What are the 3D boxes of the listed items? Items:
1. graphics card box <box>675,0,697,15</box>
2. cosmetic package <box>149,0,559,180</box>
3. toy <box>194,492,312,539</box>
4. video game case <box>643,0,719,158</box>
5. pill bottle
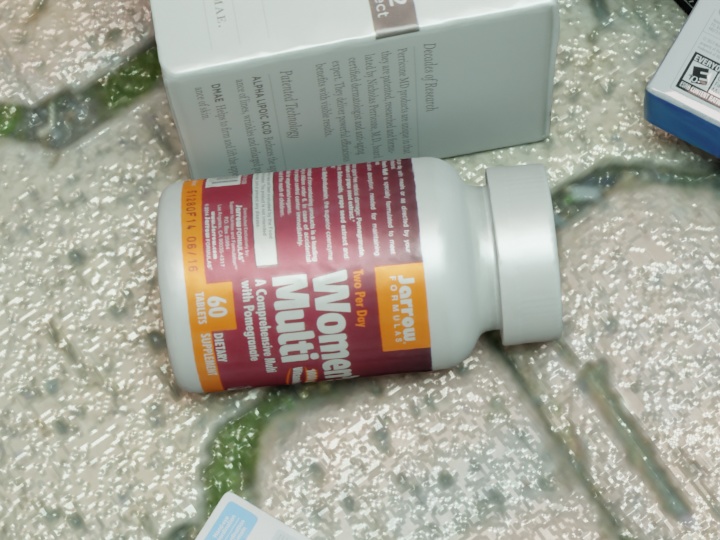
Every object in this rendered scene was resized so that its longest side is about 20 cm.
[{"bbox_3d":[0.212,-0.203,1.287,0.125,0.051,0.200,-37,73,-11],"label":"graphics card box"},{"bbox_3d":[-0.010,-0.155,1.220,0.198,0.165,0.166,-12,69,-1],"label":"cosmetic package"},{"bbox_3d":[-0.016,0.199,1.146,0.199,0.047,0.116,30,72,13],"label":"toy"},{"bbox_3d":[0.275,-0.114,1.198,0.199,0.045,0.182,28,75,14],"label":"video game case"},{"bbox_3d":[0.000,0.000,1.190,0.198,0.110,0.110,-6,68,2],"label":"pill bottle"}]
